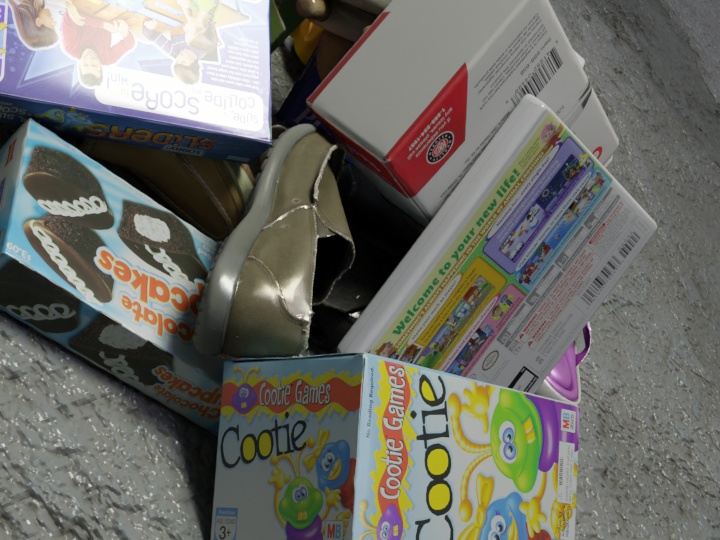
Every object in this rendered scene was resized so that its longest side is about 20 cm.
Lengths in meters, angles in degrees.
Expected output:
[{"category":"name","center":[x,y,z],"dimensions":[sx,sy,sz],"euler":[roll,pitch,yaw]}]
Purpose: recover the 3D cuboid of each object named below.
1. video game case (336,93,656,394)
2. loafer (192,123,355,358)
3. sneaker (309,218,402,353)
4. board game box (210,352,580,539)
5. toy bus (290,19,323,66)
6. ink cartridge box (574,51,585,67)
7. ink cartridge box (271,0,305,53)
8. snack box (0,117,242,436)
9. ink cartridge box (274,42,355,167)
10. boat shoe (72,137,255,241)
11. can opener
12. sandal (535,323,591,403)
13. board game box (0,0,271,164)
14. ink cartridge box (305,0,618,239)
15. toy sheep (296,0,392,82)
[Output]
[{"category":"video game case","center":[0.096,0.009,0.985],"dimensions":[0.022,0.201,0.182],"euler":[38,2,42]},{"category":"loafer","center":[-0.038,-0.012,0.863],"dimensions":[0.069,0.076,0.201],"euler":[19,40,2]},{"category":"sneaker","center":[-0.002,0.002,1.014],"dimensions":[0.105,0.060,0.200],"euler":[54,30,-3]},{"category":"board game box","center":[0.024,0.113,0.829],"dimensions":[0.199,0.104,0.104],"euler":[17,73,-48]},{"category":"toy bus","center":[0.038,-0.132,1.195],"dimensions":[0.199,0.135,0.194],"euler":[29,50,-33]},{"category":"ink cartridge box","center":[0.088,-0.179,1.150],"dimensions":[0.199,0.037,0.095],"euler":[38,59,-28]},{"category":"ink cartridge box","center":[-0.092,-0.201,1.084],"dimensions":[0.059,0.104,0.201],"euler":[19,40,-44]},{"category":"snack box","center":[-0.120,0.012,0.843],"dimensions":[0.199,0.037,0.117],"euler":[35,31,-29]},{"category":"ink cartridge box","center":[0.045,-0.100,1.109],"dimensions":[0.199,0.095,0.044],"euler":[31,4,-16]},{"category":"boat shoe","center":[-0.145,-0.089,0.919],"dimensions":[0.200,0.072,0.076],"euler":[49,52,-4]},{"category":"can opener","center":[-0.011,-0.040,1.064],"dimensions":[0.199,0.052,0.067],"euler":[29,35,-40]},{"category":"sandal","center":[0.161,0.039,1.231],"dimensions":[0.082,0.050,0.204],"euler":[35,30,-28]},{"category":"board game box","center":[-0.148,-0.144,0.875],"dimensions":[0.198,0.034,0.137],"euler":[9,68,-25]},{"category":"ink cartridge box","center":[0.074,-0.094,0.979],"dimensions":[0.084,0.145,0.200],"euler":[39,-5,35]},{"category":"toy sheep","center":[0.022,-0.210,0.997],"dimensions":[0.137,0.202,0.138],"euler":[24,12,-6]}]
